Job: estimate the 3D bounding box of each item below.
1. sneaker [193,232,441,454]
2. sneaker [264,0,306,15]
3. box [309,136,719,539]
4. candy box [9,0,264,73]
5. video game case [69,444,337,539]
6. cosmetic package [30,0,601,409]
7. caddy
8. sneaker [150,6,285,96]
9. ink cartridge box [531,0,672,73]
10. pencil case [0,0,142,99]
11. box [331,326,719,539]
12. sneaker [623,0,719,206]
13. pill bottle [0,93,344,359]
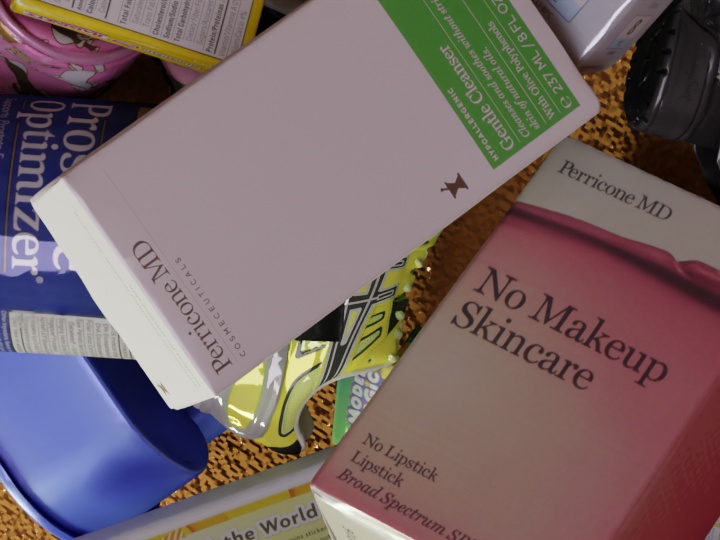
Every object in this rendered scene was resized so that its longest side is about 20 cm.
[{"bbox_3d":[0.000,0.000,1.184,0.076,0.075,0.200,41,107,-9],"label":"sneaker"},{"bbox_3d":[0.032,-0.129,1.113,0.199,0.081,0.077,10,116,17],"label":"sneaker"},{"bbox_3d":[0.091,0.065,1.086,0.127,0.200,0.109,26,158,26],"label":"box"},{"bbox_3d":[-0.073,-0.189,1.070,0.102,0.026,0.201,17,81,-14],"label":"candy box"},{"bbox_3d":[-0.022,0.179,1.211,0.199,0.023,0.183,-19,109,-3],"label":"video game case"},{"bbox_3d":[-0.019,-0.045,1.012,0.108,0.200,0.085,54,163,-5],"label":"cosmetic package"},{"bbox_3d":[-0.146,0.038,1.235,0.105,0.141,0.200,-28,101,28],"label":"caddy"},{"bbox_3d":[-0.083,-0.113,1.178,0.200,0.070,0.082,45,133,4],"label":"sneaker"},{"bbox_3d":[0.102,-0.205,1.021,0.160,0.047,0.200,48,114,17],"label":"ink cartridge box"},{"bbox_3d":[-0.156,-0.105,1.155,0.087,0.083,0.200,60,155,0],"label":"pencil case"},{"bbox_3d":[0.081,0.103,1.226,0.199,0.048,0.118,14,120,14],"label":"box"},{"bbox_3d":[0.178,-0.109,1.072,0.104,0.060,0.201,16,100,-15],"label":"sneaker"},{"bbox_3d":[-0.104,-0.018,1.097,0.199,0.112,0.112,3,117,-1],"label":"pill bottle"}]
